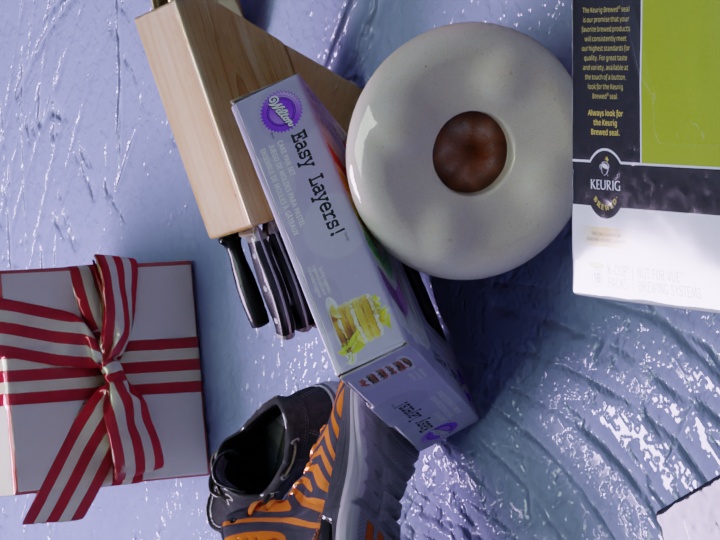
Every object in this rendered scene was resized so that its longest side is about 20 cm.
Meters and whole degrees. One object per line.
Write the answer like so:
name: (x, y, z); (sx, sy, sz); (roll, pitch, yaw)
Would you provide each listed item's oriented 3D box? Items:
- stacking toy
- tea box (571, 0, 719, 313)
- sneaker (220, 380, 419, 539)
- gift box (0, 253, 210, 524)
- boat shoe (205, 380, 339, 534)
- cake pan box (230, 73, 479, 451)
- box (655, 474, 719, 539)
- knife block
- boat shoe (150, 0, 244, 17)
stacking toy: (0.040, -0.081, 1.518); (0.200, 0.145, 0.147); (-148, 59, -71)
tea box: (0.207, -0.081, 1.207); (0.200, 0.133, 0.199); (9, 101, 58)
sneaker: (-0.030, 0.133, 1.588); (0.111, 0.078, 0.201); (-19, 38, 27)
gift box: (-0.229, 0.091, 1.894); (0.186, 0.199, 0.186); (-12, 88, 57)
boat shoe: (-0.071, 0.135, 1.753); (0.200, 0.066, 0.070); (-41, 59, 53)
cake pan box: (0.000, 0.000, 1.524); (0.200, 0.052, 0.185); (49, -160, -67)
box: (0.248, 0.145, 1.190); (0.200, 0.104, 0.149); (-39, 60, 54)
knife block: (-0.077, -0.059, 1.650); (0.064, 0.199, 0.177); (-14, 51, 58)
boat shoe: (-0.134, -0.229, 1.758); (0.201, 0.062, 0.073); (70, 168, -20)
